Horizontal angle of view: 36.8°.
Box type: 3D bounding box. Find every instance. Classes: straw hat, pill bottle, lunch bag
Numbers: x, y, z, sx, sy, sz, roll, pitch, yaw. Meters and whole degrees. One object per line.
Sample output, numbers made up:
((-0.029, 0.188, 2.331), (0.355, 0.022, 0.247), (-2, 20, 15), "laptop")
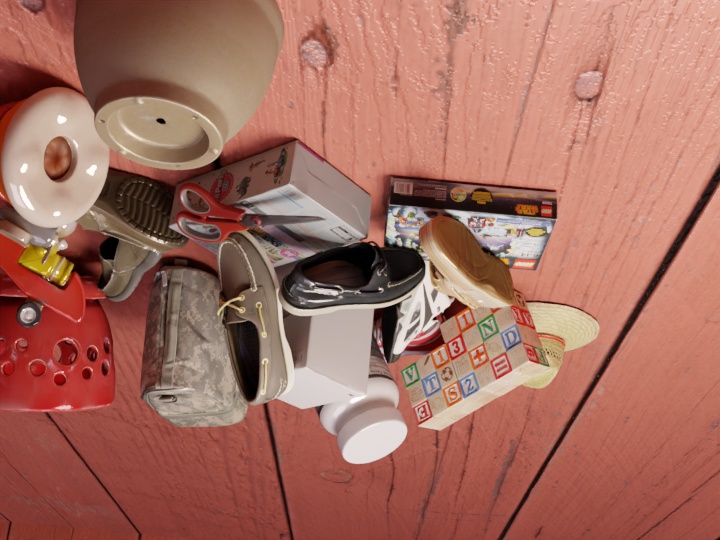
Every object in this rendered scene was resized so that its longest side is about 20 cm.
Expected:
((0.252, 0.126, 1.591), (0.197, 0.087, 0.202), (5, 154, 2), "straw hat")
((-0.015, 0.152, 1.475), (0.114, 0.202, 0.117), (-16, 144, -12), "pill bottle")
((-0.239, 0.105, 1.527), (0.137, 0.204, 0.168), (-2, 157, 10), "lunch bag")

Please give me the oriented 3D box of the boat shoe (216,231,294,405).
((-0.131, 0.055, 1.265), (0.071, 0.205, 0.060), (-10, -173, 37), "boat shoe")

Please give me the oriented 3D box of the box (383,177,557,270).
((0.128, -0.053, 1.303), (0.196, 0.041, 0.137), (5, 155, 1), "box")

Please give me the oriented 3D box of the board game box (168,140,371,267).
((-0.108, -0.070, 1.292), (0.198, 0.065, 0.147), (-16, 146, 34), "board game box")

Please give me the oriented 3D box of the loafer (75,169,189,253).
((-0.299, -0.079, 1.307), (0.198, 0.077, 0.067), (28, 149, -19), "loafer")

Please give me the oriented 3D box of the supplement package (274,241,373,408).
((-0.061, 0.058, 1.383), (0.116, 0.203, 0.117), (-16, 147, 37), "supplement package")

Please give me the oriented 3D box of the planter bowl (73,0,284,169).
((-0.176, -0.179, 0.999), (0.196, 0.137, 0.201), (5, 155, 2), "planter bowl")

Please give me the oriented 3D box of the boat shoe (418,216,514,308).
((0.115, 0.001, 1.285), (0.068, 0.075, 0.199), (-17, 147, 28), "boat shoe")

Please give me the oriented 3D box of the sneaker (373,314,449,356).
((0.037, 0.091, 1.580), (0.197, 0.072, 0.112), (-14, 153, 19), "sneaker")

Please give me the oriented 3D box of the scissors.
((-0.125, -0.052, 1.221), (0.197, 0.014, 0.074), (13, 125, 19), "scissors")

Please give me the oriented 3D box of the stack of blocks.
((0.153, 0.125, 1.506), (0.199, 0.117, 0.058), (-35, 148, 28), "stack of blocks")

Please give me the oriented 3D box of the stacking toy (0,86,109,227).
((-0.388, -0.134, 1.185), (0.197, 0.148, 0.146), (13, 161, 30), "stacking toy")

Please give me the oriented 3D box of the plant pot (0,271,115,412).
((-0.440, 0.097, 1.516), (0.196, 0.186, 0.200), (4, -179, 0), "plant pot")

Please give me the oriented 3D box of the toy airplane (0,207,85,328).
((-0.423, -0.043, 1.354), (0.200, 0.141, 0.200), (41, 164, 34), "toy airplane")

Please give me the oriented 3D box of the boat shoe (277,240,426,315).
((-0.001, -0.002, 1.273), (0.196, 0.075, 0.067), (-8, 141, -25), "boat shoe")

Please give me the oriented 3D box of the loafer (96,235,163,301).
((-0.311, -0.025, 1.431), (0.069, 0.076, 0.200), (28, 143, -18), "loafer")

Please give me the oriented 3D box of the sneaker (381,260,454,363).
((0.081, 0.052, 1.446), (0.087, 0.075, 0.202), (2, 135, -16), "sneaker")
